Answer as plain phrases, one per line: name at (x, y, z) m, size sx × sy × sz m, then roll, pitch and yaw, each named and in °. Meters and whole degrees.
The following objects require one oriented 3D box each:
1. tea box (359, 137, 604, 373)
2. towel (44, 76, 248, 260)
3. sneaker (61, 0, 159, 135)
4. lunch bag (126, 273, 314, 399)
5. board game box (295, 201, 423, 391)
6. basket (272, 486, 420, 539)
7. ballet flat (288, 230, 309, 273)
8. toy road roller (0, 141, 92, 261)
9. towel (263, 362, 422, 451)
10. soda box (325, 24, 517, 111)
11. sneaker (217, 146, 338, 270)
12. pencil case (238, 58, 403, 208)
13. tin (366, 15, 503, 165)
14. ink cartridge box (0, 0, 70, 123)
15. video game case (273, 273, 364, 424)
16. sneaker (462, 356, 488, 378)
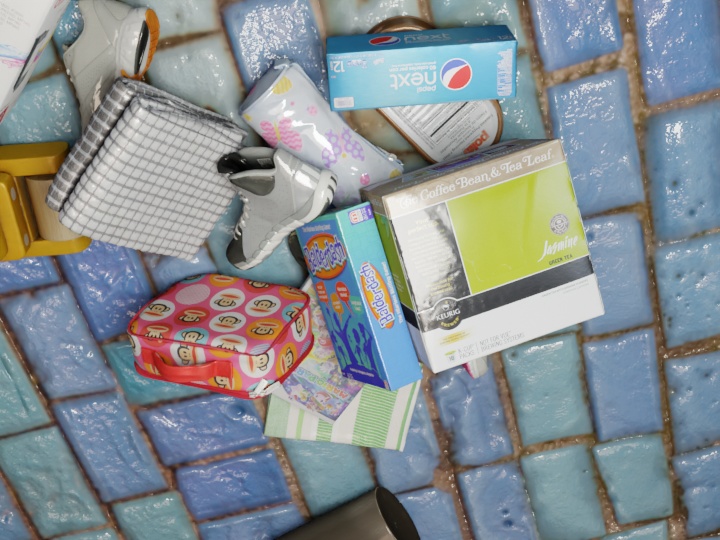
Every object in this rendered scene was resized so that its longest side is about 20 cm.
tea box at (0.128, -0.023, 1.012) m, size 0.199 × 0.134 × 0.198 m, roll -18°, pitch 102°, yaw -8°
towel at (-0.226, -0.111, 1.029) m, size 0.166 × 0.086 × 0.200 m, roll -53°, pitch 150°, yaw 15°
sneaker at (-0.289, -0.207, 1.033) m, size 0.091 × 0.076 × 0.201 m, roll 22°, pitch 113°, yaw 1°
lunch bag at (-0.168, 0.079, 1.100) m, size 0.199 × 0.176 × 0.082 m, roll 9°, pitch 120°, yaw 22°
board game box at (-0.006, 0.028, 1.056) m, size 0.045 × 0.152 × 0.201 m, roll -19°, pitch 96°, yaw -20°
basket at (-0.024, 0.411, 1.340) m, size 0.200 × 0.136 × 0.180 m, roll -37°, pitch 118°, yaw 12°
ballet flat at (0.000, 0.000, 1.172) m, size 0.199 × 0.057 × 0.067 m, roll 27°, pitch 139°, yaw -10°
toy road roller at (-0.410, -0.059, 1.055) m, size 0.198 × 0.146 × 0.124 m, roll -5°, pitch 119°, yaw 0°
towel at (-0.025, 0.177, 1.272) m, size 0.198 × 0.023 × 0.153 m, roll 7°, pitch 118°, yaw -7°
soda box at (0.064, -0.217, 0.997) m, size 0.198 × 0.068 × 0.065 m, roll -4°, pitch 119°, yaw 0°
sneaker at (-0.123, -0.082, 1.052) m, size 0.115 × 0.075 × 0.200 m, roll 33°, pitch 136°, yaw -23°
pencil case at (-0.043, -0.146, 1.061) m, size 0.200 × 0.083 × 0.091 m, roll 41°, pitch 127°, yaw -20°
tin at (0.079, -0.198, 1.067) m, size 0.112 × 0.042 × 0.200 m, roll -40°, pitch 113°, yaw 22°
ink cartridge box at (-0.370, -0.242, 0.958) m, size 0.085 × 0.148 × 0.200 m, roll 31°, pitch 114°, yaw -18°
video game case at (-0.045, 0.100, 1.195) m, size 0.143 × 0.018 × 0.200 m, roll 29°, pitch 121°, yaw -13°
sneaker at (0.151, 0.055, 1.180) m, size 0.088 × 0.081 × 0.201 m, roll -22°, pitch 133°, yaw -14°
